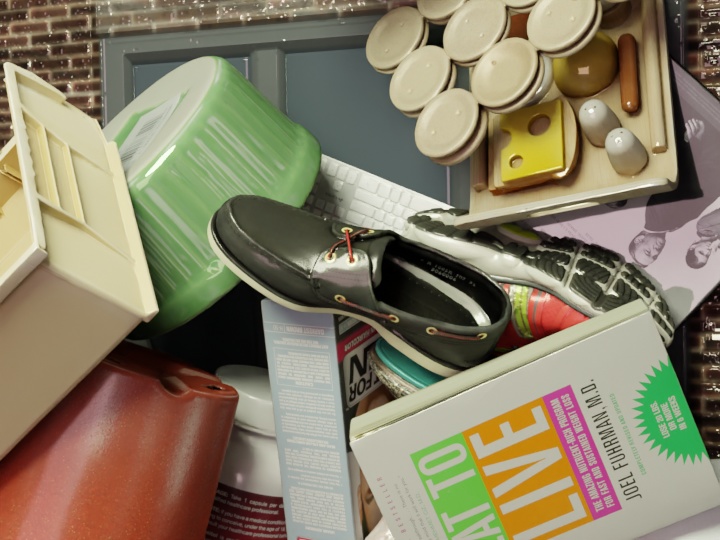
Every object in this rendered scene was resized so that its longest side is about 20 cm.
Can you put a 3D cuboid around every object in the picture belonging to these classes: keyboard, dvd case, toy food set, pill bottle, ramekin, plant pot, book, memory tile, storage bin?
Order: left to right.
[{"bbox_3d":[-0.236,0.007,0.829,0.200,0.093,0.199,-43,42,18],"label":"storage bin"},{"bbox_3d":[-0.179,0.149,0.893,0.199,0.200,0.197,20,90,22],"label":"plant pot"},{"bbox_3d":[-0.132,-0.058,0.951,0.199,0.201,0.098,-33,116,22],"label":"ramekin"},{"bbox_3d":[-0.092,0.180,1.003,0.112,0.113,0.202,20,101,22],"label":"pill bottle"},{"bbox_3d":[0.021,-0.036,0.996,0.198,0.011,0.057,23,102,21],"label":"keyboard"},{"bbox_3d":[0.096,-0.174,0.886,0.200,0.017,0.154,-42,45,15],"label":"memory tile"},{"bbox_3d":[0.109,0.119,0.836,0.198,0.048,0.135,-24,100,6],"label":"book"},{"bbox_3d":[0.127,-0.127,0.881,0.142,0.060,0.202,-11,61,25],"label":"toy food set"},{"bbox_3d":[0.181,-0.033,0.912,0.150,0.025,0.200,46,107,15],"label":"dvd case"}]

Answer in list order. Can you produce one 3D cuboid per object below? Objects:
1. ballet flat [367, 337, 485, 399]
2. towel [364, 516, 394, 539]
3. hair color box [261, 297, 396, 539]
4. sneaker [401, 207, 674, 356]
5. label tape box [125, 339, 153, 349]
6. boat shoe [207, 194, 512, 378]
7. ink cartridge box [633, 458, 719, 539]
[{"bbox_3d":[0.098,0.100,0.899,0.197,0.068,0.076,10,120,7],"label":"ballet flat"},{"bbox_3d":[0.102,0.202,0.894,0.190,0.032,0.200,32,62,19],"label":"towel"},{"bbox_3d":[-0.011,0.104,0.943,0.060,0.099,0.203,4,108,29],"label":"hair color box"},{"bbox_3d":[0.114,0.022,0.901,0.198,0.077,0.086,22,119,24],"label":"sneaker"},{"bbox_3d":[-0.241,0.055,1.015,0.063,0.200,0.146,-23,84,24],"label":"label tape box"},{"bbox_3d":[0.001,-0.002,0.849,0.200,0.074,0.063,26,138,-3],"label":"boat shoe"},{"bbox_3d":[0.178,0.204,0.840,0.197,0.047,0.162,-4,60,-1],"label":"ink cartridge box"}]
